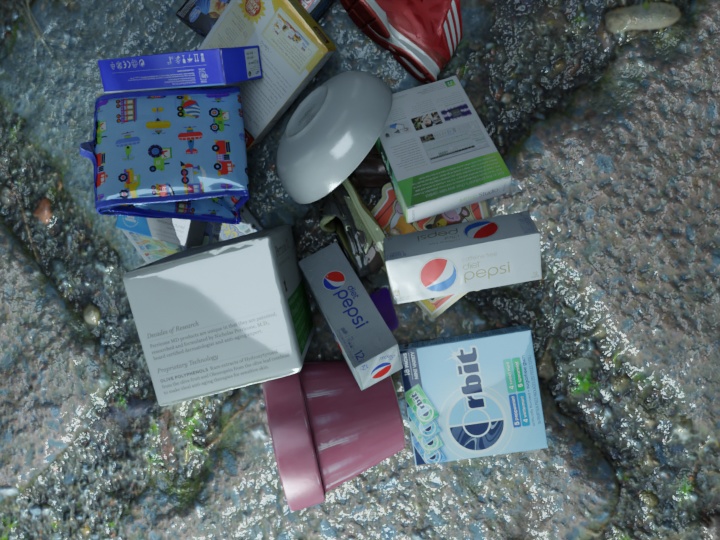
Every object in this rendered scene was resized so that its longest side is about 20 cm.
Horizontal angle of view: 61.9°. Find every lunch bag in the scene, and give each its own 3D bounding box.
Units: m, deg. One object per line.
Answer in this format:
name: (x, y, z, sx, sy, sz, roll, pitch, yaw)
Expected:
lunch bag: (-0.247, -0.146, 0.754, 0.194, 0.094, 0.155, -1, 72, -22)

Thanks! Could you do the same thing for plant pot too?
plant pot: (-0.036, 0.211, 0.846, 0.174, 0.200, 0.206, -12, 93, -8)

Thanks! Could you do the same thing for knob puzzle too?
knob puzzle: (0.099, -0.045, 0.835, 0.214, 0.030, 0.226, 13, 119, 23)

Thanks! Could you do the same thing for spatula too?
spatula: (0.000, 0.000, 0.894, 0.020, 0.056, 0.203, -34, 83, 38)

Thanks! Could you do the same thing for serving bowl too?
serving bowl: (-0.049, -0.191, 0.802, 0.065, 0.201, 0.201, 36, 99, -31)

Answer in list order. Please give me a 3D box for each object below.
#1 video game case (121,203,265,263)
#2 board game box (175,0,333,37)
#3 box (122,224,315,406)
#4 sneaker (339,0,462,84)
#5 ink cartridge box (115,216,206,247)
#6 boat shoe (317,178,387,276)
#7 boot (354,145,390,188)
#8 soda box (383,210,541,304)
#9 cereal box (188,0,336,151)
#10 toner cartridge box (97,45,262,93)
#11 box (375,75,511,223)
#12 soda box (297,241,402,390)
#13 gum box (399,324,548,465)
video game case: (-0.252, -0.055, 0.926, 0.181, 0.022, 0.201, -39, 89, 8)
board game box: (-0.128, -0.366, 0.870, 0.200, 0.062, 0.200, -44, 90, 7)
box: (-0.177, 0.049, 0.818, 0.194, 0.199, 0.176, -14, 98, 3)
sneaker: (0.061, -0.371, 0.839, 0.199, 0.078, 0.116, 40, 87, -21)
ink cartridge box: (-0.274, -0.149, 0.878, 0.113, 0.068, 0.206, 14, 95, 5)
boat shoe: (-0.030, -0.080, 0.848, 0.065, 0.072, 0.203, -30, 71, -16)
boot: (0.075, -0.118, 0.865, 0.194, 0.064, 0.193, 4, 89, 6)
soda box: (0.129, -0.016, 0.775, 0.194, 0.064, 0.070, -10, 120, 7)
cereal box: (-0.145, -0.285, 0.825, 0.199, 0.040, 0.145, -40, 93, 30)
toner cartridge box: (-0.237, -0.266, 0.793, 0.194, 0.095, 0.044, 4, 111, 22)
box: (0.097, -0.167, 0.801, 0.140, 0.037, 0.204, -16, 56, -4)
soda box: (-0.017, 0.058, 0.827, 0.067, 0.064, 0.202, -26, 52, -9)
gum box: (0.163, 0.184, 0.884, 0.194, 0.045, 0.175, -9, 93, 8)
